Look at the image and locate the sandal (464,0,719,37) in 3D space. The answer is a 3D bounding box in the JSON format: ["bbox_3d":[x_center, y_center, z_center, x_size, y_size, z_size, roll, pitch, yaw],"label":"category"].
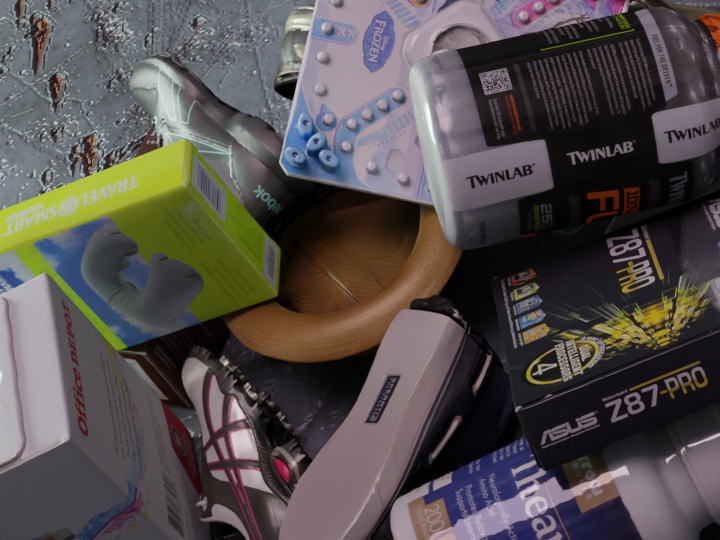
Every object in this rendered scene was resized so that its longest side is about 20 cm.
[{"bbox_3d":[0.167,-0.153,1.623,0.201,0.057,0.080,8,73,-15],"label":"sandal"}]

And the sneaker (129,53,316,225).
[{"bbox_3d":[-0.113,-0.086,1.682,0.079,0.075,0.200,-50,42,-3],"label":"sneaker"}]

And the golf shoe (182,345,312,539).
[{"bbox_3d":[-0.080,0.124,1.594,0.088,0.077,0.200,-43,45,3],"label":"golf shoe"}]

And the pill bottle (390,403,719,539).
[{"bbox_3d":[0.128,0.143,1.430,0.200,0.111,0.111,-26,46,9],"label":"pill bottle"}]

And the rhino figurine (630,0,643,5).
[{"bbox_3d":[0.128,-0.140,1.691,0.200,0.060,0.087,-42,21,-8],"label":"rhino figurine"}]

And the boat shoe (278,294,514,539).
[{"bbox_3d":[0.031,0.122,1.514,0.075,0.093,0.200,8,63,52],"label":"boat shoe"}]

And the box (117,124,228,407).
[{"bbox_3d":[-0.132,-0.008,1.732,0.100,0.075,0.200,5,56,33],"label":"box"}]

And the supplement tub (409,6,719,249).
[{"bbox_3d":[0.138,-0.091,1.500,0.200,0.123,0.123,-13,47,-1],"label":"supplement tub"}]

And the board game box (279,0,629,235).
[{"bbox_3d":[0.065,-0.140,1.584,0.200,0.026,0.200,12,80,3],"label":"board game box"}]

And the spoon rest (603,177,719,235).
[{"bbox_3d":[0.213,-0.049,1.571,0.099,0.061,0.200,7,58,32],"label":"spoon rest"}]

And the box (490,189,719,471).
[{"bbox_3d":[0.163,0.030,1.433,0.161,0.049,0.200,-20,20,7],"label":"box"}]

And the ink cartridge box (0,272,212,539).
[{"bbox_3d":[-0.205,0.131,1.570,0.145,0.200,0.145,-25,46,11],"label":"ink cartridge box"}]

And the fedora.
[{"bbox_3d":[0.000,0.000,1.641,0.201,0.082,0.201,-20,42,19],"label":"fedora"}]

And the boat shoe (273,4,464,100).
[{"bbox_3d":[0.016,-0.129,1.679,0.200,0.074,0.073,16,81,49],"label":"boat shoe"}]

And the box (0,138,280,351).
[{"bbox_3d":[-0.168,-0.004,1.606,0.200,0.122,0.048,-19,45,21],"label":"box"}]
